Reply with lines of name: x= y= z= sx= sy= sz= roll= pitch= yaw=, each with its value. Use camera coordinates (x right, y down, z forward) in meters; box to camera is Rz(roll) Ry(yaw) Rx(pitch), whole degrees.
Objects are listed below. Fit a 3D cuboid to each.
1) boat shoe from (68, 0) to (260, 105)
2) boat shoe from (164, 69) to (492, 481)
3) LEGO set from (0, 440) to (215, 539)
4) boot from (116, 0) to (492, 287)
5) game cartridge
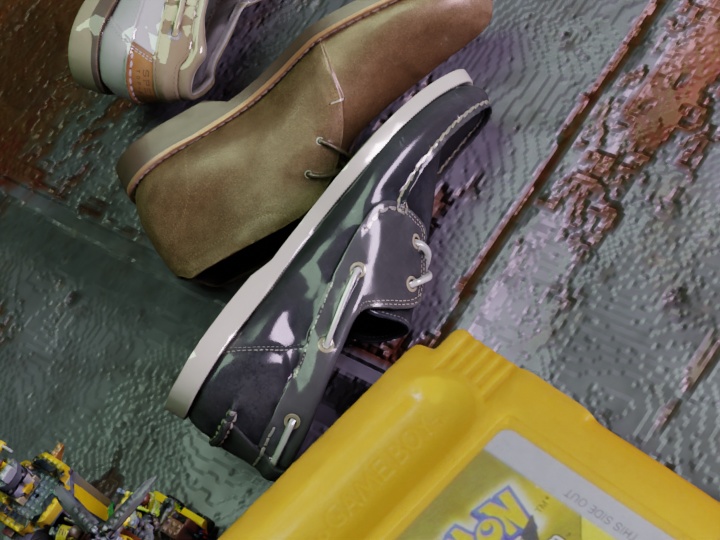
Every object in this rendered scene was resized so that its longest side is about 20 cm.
boat shoe: x=-0.068 y=-0.164 z=1.136 sx=0.068 sy=0.075 sz=0.201 roll=18 pitch=67 yaw=21
boat shoe: x=0.000 y=0.000 z=0.976 sx=0.067 sy=0.072 sz=0.200 roll=35 pitch=72 yaw=8
LEGO set: x=-0.159 y=0.150 z=0.925 sx=0.200 sy=0.116 sz=0.154 roll=-49 pitch=45 yaw=-6
boot: x=-0.014 y=-0.063 z=1.030 sx=0.199 sy=0.074 sz=0.076 roll=-33 pitch=64 yaw=16
game cartridge: x=0.042 y=0.125 z=0.821 sx=0.200 sy=0.033 sz=0.176 roll=34 pitch=69 yaw=34
